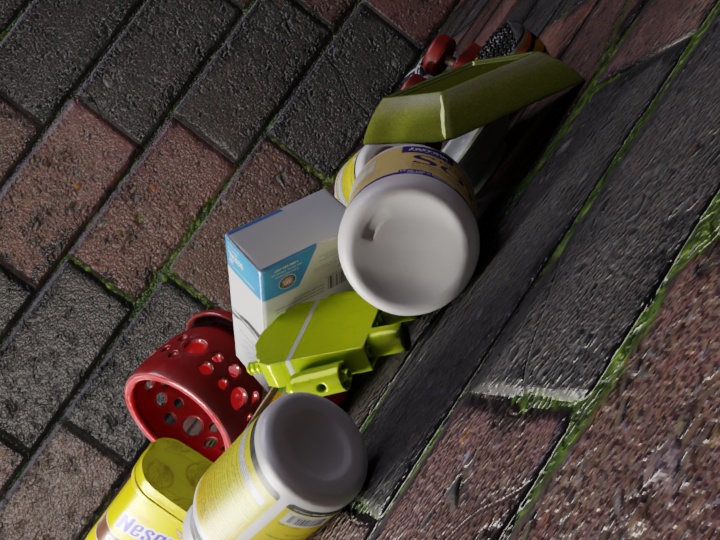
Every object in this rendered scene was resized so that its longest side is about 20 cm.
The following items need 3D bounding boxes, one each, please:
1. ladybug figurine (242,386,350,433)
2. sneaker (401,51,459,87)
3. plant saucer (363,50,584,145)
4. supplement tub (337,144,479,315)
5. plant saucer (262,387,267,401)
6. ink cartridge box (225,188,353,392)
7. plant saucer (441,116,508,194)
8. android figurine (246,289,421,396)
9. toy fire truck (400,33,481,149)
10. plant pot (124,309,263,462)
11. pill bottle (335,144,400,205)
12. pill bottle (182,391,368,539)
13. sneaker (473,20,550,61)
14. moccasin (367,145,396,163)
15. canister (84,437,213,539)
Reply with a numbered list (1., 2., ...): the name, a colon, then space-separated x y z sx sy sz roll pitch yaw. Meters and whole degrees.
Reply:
1. ladybug figurine: -0.071 0.162 1.351 0.201 0.072 0.136 -56 9 -17
2. sneaker: 0.135 -0.395 2.504 0.130 0.079 0.200 -50 8 33
3. plant saucer: 0.119 -0.202 1.359 0.199 0.048 0.199 -26 16 -24
4. supplement tub: 0.054 -0.051 1.259 0.146 0.145 0.200 -51 9 17
5. plant saucer: -0.076 0.120 1.575 0.201 0.034 0.201 -50 20 26
6. ink cartridge box: -0.075 0.026 1.411 0.144 0.084 0.202 -27 -41 -27
7. plant saucer: 0.132 -0.131 1.484 0.201 0.050 0.200 -53 7 9
8. android figurine: -0.032 0.074 1.288 0.198 0.041 0.183 -15 26 22
9. toy fire truck: 0.139 -0.260 1.876 0.201 0.111 0.168 -55 -16 -16
10. plant pot: -0.231 0.178 1.821 0.183 0.200 0.200 -49 3 -41
11. pill bottle: 0.024 -0.134 1.858 0.113 0.112 0.200 -56 8 -16
12. pill bottle: -0.087 0.207 1.103 0.200 0.112 0.113 -46 10 41
13. sneaker: 0.172 -0.235 1.586 0.200 0.090 0.070 -46 38 23
14. moccasin: 0.028 -0.061 1.559 0.078 0.073 0.204 -37 -50 -83
15. canister: -0.240 0.314 1.440 0.200 0.148 0.087 -51 8 35
